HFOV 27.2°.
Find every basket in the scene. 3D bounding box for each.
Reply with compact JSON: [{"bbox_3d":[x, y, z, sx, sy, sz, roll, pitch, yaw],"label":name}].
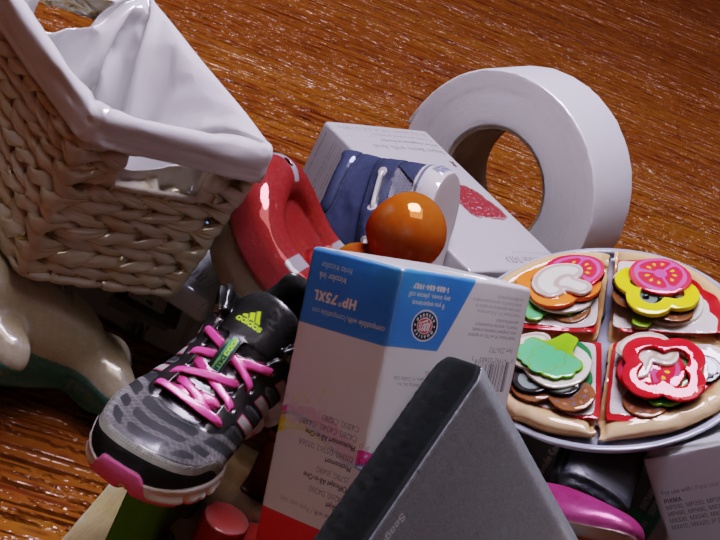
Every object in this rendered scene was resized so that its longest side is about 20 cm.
[{"bbox_3d":[-0.171,-0.089,0.929,0.135,0.124,0.200,9,31,-42],"label":"basket"}]

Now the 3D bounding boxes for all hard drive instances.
[{"bbox_3d":[0.051,0.159,0.779,0.033,0.200,0.140,16,59,41],"label":"hard drive"}]

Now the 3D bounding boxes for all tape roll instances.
[{"bbox_3d":[0.132,-0.077,1.296,0.202,0.203,0.071,40,31,25],"label":"tape roll"}]

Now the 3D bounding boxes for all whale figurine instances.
[{"bbox_3d":[-0.230,0.034,0.921,0.200,0.104,0.159,40,10,-28],"label":"whale figurine"}]

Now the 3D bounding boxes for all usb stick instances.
[{"bbox_3d":[0.176,0.085,0.996,0.055,0.033,0.200,26,45,4],"label":"usb stick"}]

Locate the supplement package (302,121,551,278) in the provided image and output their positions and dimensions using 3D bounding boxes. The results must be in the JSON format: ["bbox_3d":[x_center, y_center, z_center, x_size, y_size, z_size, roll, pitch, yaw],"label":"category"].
[{"bbox_3d":[0.044,-0.013,1.193,0.121,0.120,0.200,0,37,-44],"label":"supplement package"}]

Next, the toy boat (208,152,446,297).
[{"bbox_3d":[0.000,0.000,0.953,0.200,0.131,0.130,48,15,4],"label":"toy boat"}]

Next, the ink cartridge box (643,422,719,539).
[{"bbox_3d":[0.275,0.191,0.965,0.146,0.083,0.201,-15,87,-51],"label":"ink cartridge box"}]

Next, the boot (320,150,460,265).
[{"bbox_3d":[0.002,0.014,1.077,0.090,0.201,0.073,14,-9,25],"label":"boot"}]

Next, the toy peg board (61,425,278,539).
[{"bbox_3d":[-0.048,0.147,0.855,0.199,0.098,0.200,28,27,4],"label":"toy peg board"}]

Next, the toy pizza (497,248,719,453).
[{"bbox_3d":[0.164,0.042,0.992,0.199,0.032,0.201,-4,40,3],"label":"toy pizza"}]

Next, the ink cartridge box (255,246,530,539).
[{"bbox_3d":[0.015,0.095,0.796,0.067,0.201,0.116,15,4,41],"label":"ink cartridge box"}]

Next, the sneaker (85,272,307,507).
[{"bbox_3d":[-0.073,0.053,0.794,0.074,0.088,0.200,34,28,14],"label":"sneaker"}]

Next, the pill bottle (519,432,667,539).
[{"bbox_3d":[0.135,0.116,1.054,0.200,0.113,0.113,29,27,7],"label":"pill bottle"}]

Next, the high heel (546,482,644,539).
[{"bbox_3d":[0.101,0.126,0.928,0.067,0.200,0.096,46,60,-30],"label":"high heel"}]

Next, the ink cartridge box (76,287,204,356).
[{"bbox_3d":[-0.139,-0.006,1.077,0.200,0.067,0.116,28,28,3],"label":"ink cartridge box"}]

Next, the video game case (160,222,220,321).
[{"bbox_3d":[-0.147,-0.052,1.053,0.200,0.022,0.182,31,29,11],"label":"video game case"}]
